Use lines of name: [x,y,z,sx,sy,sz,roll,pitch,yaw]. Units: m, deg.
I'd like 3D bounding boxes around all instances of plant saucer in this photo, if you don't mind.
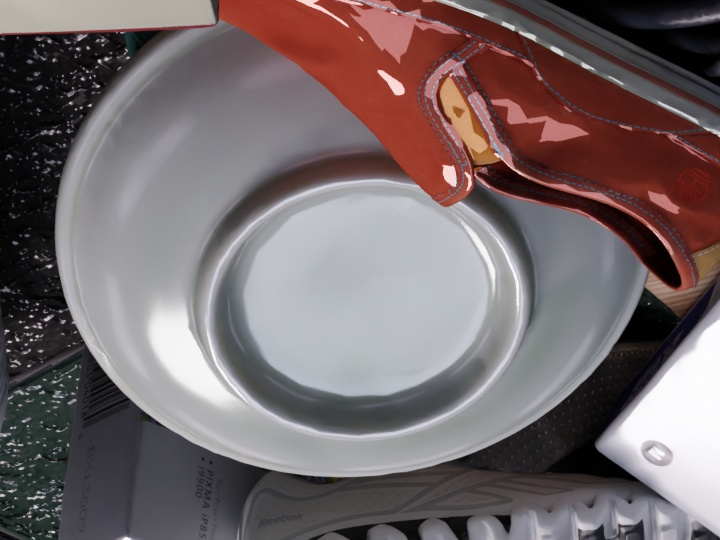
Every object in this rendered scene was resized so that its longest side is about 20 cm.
plant saucer: [0.000,0.000,0.797,0.199,0.050,0.201,-2,126,-2]

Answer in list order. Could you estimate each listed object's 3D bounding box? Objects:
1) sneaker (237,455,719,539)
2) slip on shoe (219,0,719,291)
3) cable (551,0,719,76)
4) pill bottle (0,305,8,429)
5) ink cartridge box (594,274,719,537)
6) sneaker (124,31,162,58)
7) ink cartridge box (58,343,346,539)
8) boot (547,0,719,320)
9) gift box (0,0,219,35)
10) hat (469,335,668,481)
sneaker: [0.049,0.098,0.927,0.199,0.081,0.075,-5,128,-6]
slip on shoe: [0.027,-0.051,0.716,0.199,0.061,0.074,23,176,-9]
cable: [0.056,-0.098,0.639,0.163,0.051,0.200,14,168,19]
pill bottle: [-0.186,0.023,0.893,0.113,0.114,0.200,2,146,-3]
ink cartridge box: [0.206,0.055,0.827,0.200,0.041,0.200,33,138,1]
sneaker: [-0.040,-0.033,0.837,0.071,0.080,0.200,-2,146,7]
ink cartridge box: [-0.026,0.095,1.004,0.200,0.109,0.050,27,144,-35]
boot: [0.037,-0.019,0.878,0.200,0.074,0.155,-27,136,25]
gift box: [-0.129,-0.162,0.554,0.199,0.185,0.187,-5,148,1]
hat: [0.111,0.130,1.000,0.200,0.081,0.201,-6,115,-14]
